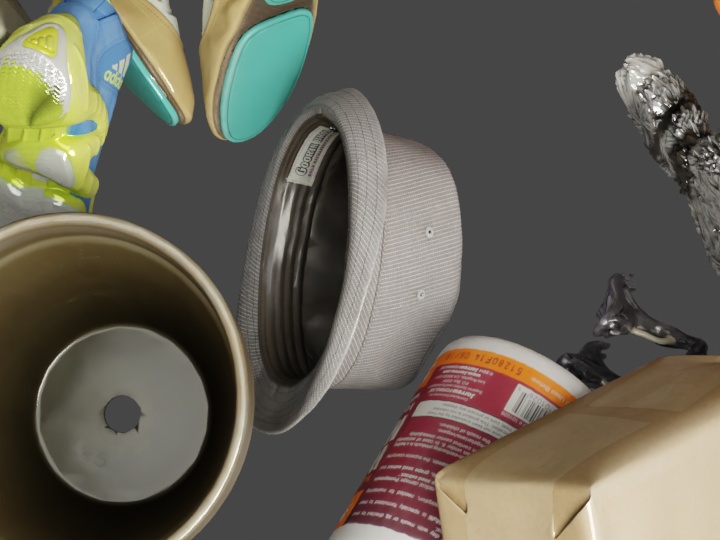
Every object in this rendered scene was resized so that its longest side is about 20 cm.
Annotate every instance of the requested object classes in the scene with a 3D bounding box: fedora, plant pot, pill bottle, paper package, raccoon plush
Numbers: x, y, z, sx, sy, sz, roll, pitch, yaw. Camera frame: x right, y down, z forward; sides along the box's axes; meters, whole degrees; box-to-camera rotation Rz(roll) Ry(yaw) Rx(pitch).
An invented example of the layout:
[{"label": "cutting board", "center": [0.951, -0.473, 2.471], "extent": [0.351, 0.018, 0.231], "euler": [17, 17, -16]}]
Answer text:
[{"label": "fedora", "center": [0.000, 0.000, 1.520], "extent": [0.090, 0.177, 0.202], "euler": [10, 85, -23]}, {"label": "plant pot", "center": [-0.150, 0.076, 1.500], "extent": [0.198, 0.174, 0.202], "euler": [0, 85, 5]}, {"label": "pill bottle", "center": [0.046, 0.143, 1.412], "extent": [0.109, 0.110, 0.201], "euler": [29, 62, 7]}, {"label": "paper package", "center": [0.148, 0.162, 1.368], "extent": [0.103, 0.199, 0.192], "euler": [2, 107, 42]}, {"label": "raccoon plush", "center": [0.254, -0.071, 1.525], "extent": [0.133, 0.097, 0.201], "euler": [-25, 76, -13]}]

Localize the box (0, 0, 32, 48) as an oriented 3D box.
[{"label": "box", "center": [-0.247, -0.134, 1.517], "extent": [0.095, 0.200, 0.078], "euler": [-33, 82, 1]}]

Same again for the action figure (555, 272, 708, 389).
[{"label": "action figure", "center": [0.213, 0.080, 1.487], "extent": [0.200, 0.102, 0.119], "euler": [36, 126, 23]}]

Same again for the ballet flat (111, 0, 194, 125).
[{"label": "ballet flat", "center": [-0.154, -0.175, 1.583], "extent": [0.063, 0.069, 0.200], "euler": [-42, 83, -15]}]

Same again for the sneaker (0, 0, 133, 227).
[{"label": "sneaker", "center": [-0.169, -0.082, 1.539], "extent": [0.075, 0.200, 0.105], "euler": [29, 52, 8]}]

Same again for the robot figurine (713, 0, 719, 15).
[{"label": "robot figurine", "center": [0.284, -0.177, 1.517], "extent": [0.143, 0.117, 0.200], "euler": [-32, 81, -20]}]

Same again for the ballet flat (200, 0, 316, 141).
[{"label": "ballet flat", "center": [-0.057, -0.165, 1.528], "extent": [0.068, 0.201, 0.063], "euler": [-17, 55, -35]}]
